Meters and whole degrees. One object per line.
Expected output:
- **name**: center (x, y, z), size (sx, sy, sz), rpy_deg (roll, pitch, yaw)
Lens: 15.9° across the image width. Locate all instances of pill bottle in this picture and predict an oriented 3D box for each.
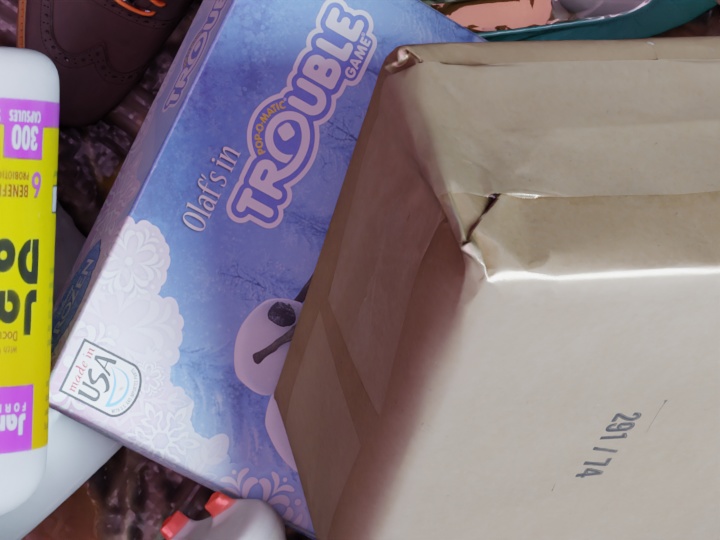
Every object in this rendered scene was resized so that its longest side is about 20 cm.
- **pill bottle**: center (-0.159, 0.022, 0.901), size (0.103, 0.104, 0.202), rpy_deg (2, 93, 9)

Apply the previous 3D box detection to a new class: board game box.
- **board game box**: center (0.000, 0.000, 0.992), size (0.198, 0.043, 0.201), rpy_deg (28, 83, -20)

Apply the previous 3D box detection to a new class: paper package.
- **paper package**: center (0.083, 0.021, 0.889), size (0.189, 0.201, 0.104), rpy_deg (-4, 51, -21)

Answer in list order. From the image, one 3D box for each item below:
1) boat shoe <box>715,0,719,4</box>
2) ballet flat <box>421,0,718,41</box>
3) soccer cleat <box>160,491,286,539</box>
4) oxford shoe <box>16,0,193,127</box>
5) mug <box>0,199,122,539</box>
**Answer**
- **boat shoe**: center (0.134, -0.163, 0.985), size (0.071, 0.065, 0.201), rpy_deg (-26, 57, 6)
- **ballet flat**: center (0.062, -0.119, 1.029), size (0.198, 0.070, 0.068), rpy_deg (-8, 87, 8)
- **soccer cleat**: center (-0.077, 0.155, 0.987), size (0.078, 0.069, 0.200), rpy_deg (42, 127, -5)
- **oxford shoe**: center (-0.089, -0.129, 1.019), size (0.071, 0.073, 0.201), rpy_deg (16, 124, -17)
- **mug**: center (-0.189, 0.035, 1.039), size (0.175, 0.148, 0.200), rpy_deg (48, 122, -3)
